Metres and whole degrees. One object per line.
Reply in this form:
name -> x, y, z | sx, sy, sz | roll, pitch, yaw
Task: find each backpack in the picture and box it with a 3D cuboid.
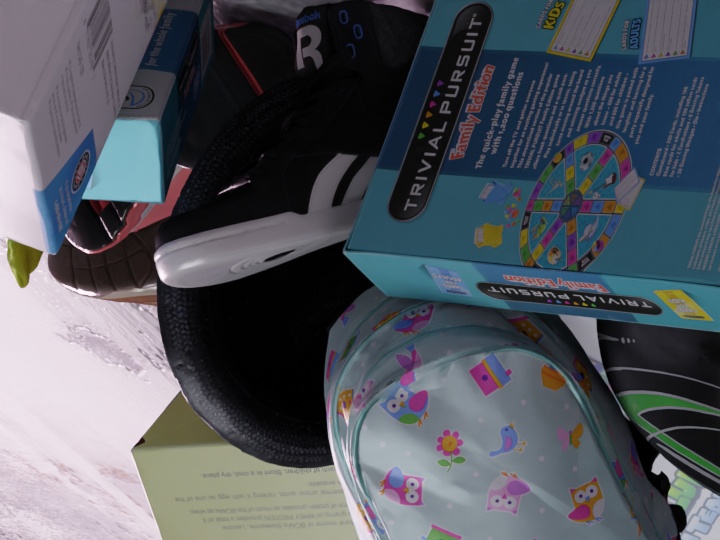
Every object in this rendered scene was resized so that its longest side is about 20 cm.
backpack -> 0.064, 0.093, 1.168 | 0.201, 0.166, 0.127 | 65, 178, -21

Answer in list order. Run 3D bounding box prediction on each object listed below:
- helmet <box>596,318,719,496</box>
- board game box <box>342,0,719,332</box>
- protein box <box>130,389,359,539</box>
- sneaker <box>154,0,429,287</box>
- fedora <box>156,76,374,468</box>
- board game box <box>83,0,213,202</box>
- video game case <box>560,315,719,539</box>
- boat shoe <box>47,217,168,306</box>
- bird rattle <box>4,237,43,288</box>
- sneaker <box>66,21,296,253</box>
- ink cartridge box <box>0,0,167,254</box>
helmet -> 0.203, 0.021, 1.135 | 0.190, 0.200, 0.200 | 32, 164, 19
board game box -> 0.107, -0.056, 1.079 | 0.199, 0.152, 0.047 | 6, 156, 34
protein box -> 0.012, 0.145, 1.361 | 0.198, 0.135, 0.201 | -6, 115, 27
sneaker -> -0.028, -0.066, 1.160 | 0.199, 0.112, 0.073 | -18, 175, -36
fedora -> -0.034, 0.000, 1.246 | 0.200, 0.201, 0.091 | 31, 163, -27
board game box -> -0.181, -0.094, 1.183 | 0.199, 0.151, 0.047 | 3, 122, 5
video game case -> 0.141, 0.114, 1.403 | 0.181, 0.024, 0.200 | 25, 126, -6
boat shoe -> -0.112, -0.003, 1.528 | 0.199, 0.076, 0.072 | 5, 157, 39
bird rattle -> -0.227, -0.089, 1.392 | 0.163, 0.113, 0.200 | 25, 163, 40
sneaker -> -0.088, -0.082, 1.323 | 0.200, 0.087, 0.074 | -33, 83, 42
ink cartridge box -> -0.161, -0.142, 1.045 | 0.145, 0.201, 0.147 | 20, 159, 5
